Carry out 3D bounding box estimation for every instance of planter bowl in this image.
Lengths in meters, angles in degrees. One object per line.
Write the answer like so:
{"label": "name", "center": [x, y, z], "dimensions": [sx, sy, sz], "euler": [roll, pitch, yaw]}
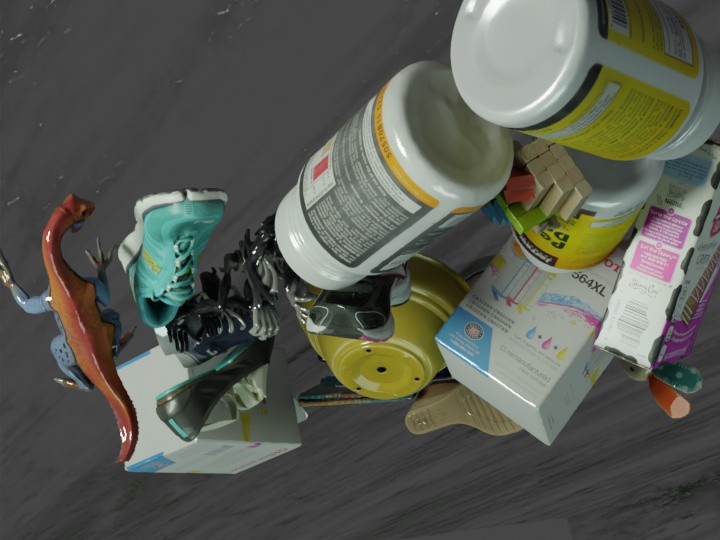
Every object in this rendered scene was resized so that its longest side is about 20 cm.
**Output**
{"label": "planter bowl", "center": [0.024, 0.075, 1.273], "dimensions": [0.197, 0.084, 0.202], "euler": [4, 139, 4]}

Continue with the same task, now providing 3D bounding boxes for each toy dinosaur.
{"label": "toy dinosaur", "center": [-0.224, 0.029, 1.028], "dimensions": [0.104, 0.200, 0.182], "euler": [-34, 160, -21]}

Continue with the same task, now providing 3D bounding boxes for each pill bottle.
{"label": "pill bottle", "center": [0.188, -0.068, 1.059], "dimensions": [0.107, 0.111, 0.200], "euler": [-10, 160, -5]}
{"label": "pill bottle", "center": [0.164, -0.139, 0.840], "dimensions": [0.198, 0.116, 0.114], "euler": [9, 152, -45]}
{"label": "pill bottle", "center": [0.019, -0.066, 0.953], "dimensions": [0.115, 0.118, 0.199], "euler": [2, 157, -34]}

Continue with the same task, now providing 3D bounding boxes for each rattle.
{"label": "rattle", "center": [0.278, 0.070, 1.358], "dimensions": [0.141, 0.203, 0.130], "euler": [4, 156, -38]}

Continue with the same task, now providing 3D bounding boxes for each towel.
{"label": "towel", "center": [0.006, 0.147, 1.531], "dimensions": [0.144, 0.022, 0.200], "euler": [-5, 180, 8]}

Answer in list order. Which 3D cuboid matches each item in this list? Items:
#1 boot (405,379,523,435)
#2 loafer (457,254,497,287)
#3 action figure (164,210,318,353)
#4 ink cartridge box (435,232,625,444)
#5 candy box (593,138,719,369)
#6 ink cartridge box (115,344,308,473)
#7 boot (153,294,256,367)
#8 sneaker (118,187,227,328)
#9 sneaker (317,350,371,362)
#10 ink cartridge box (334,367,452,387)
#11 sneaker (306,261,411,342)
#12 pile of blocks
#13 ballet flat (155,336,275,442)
{"label": "boot", "center": [0.161, 0.136, 1.450], "dimensions": [0.198, 0.073, 0.166], "euler": [-14, -171, 36]}
{"label": "loafer", "center": [0.124, 0.047, 1.408], "dimensions": [0.071, 0.064, 0.200], "euler": [-7, 160, -18]}
{"label": "action figure", "center": [-0.084, 0.010, 1.114], "dimensions": [0.198, 0.103, 0.118], "euler": [-30, 171, 31]}
{"label": "ink cartridge box", "center": [0.189, 0.042, 1.217], "dimensions": [0.201, 0.128, 0.125], "euler": [-53, 155, -10]}
{"label": "candy box", "center": [0.287, -0.020, 1.101], "dimensions": [0.060, 0.203, 0.136], "euler": [21, -168, 27]}
{"label": "ink cartridge box", "center": [-0.172, 0.164, 1.457], "dimensions": [0.127, 0.127, 0.198], "euler": [-25, 157, 34]}
{"label": "boot", "center": [-0.159, 0.046, 1.244], "dimensions": [0.089, 0.074, 0.200], "euler": [-19, 169, -2]}
{"label": "sneaker", "center": [-0.156, -0.013, 1.047], "dimensions": [0.076, 0.081, 0.200], "euler": [-4, 158, -21]}
{"label": "sneaker", "center": [0.002, 0.073, 1.394], "dimensions": [0.081, 0.073, 0.200], "euler": [-2, 158, -22]}
{"label": "ink cartridge box", "center": [0.100, 0.104, 1.479], "dimensions": [0.194, 0.044, 0.198], "euler": [-9, 177, 43]}
{"label": "sneaker", "center": [0.000, 0.000, 1.099], "dimensions": [0.079, 0.088, 0.200], "euler": [4, -163, 8]}
{"label": "pile of blocks", "center": [0.109, -0.058, 0.989], "dimensions": [0.062, 0.083, 0.200], "euler": [-29, -169, -16]}
{"label": "ballet flat", "center": [-0.148, 0.129, 1.339], "dimensions": [0.068, 0.069, 0.199], "euler": [-31, -178, 40]}
